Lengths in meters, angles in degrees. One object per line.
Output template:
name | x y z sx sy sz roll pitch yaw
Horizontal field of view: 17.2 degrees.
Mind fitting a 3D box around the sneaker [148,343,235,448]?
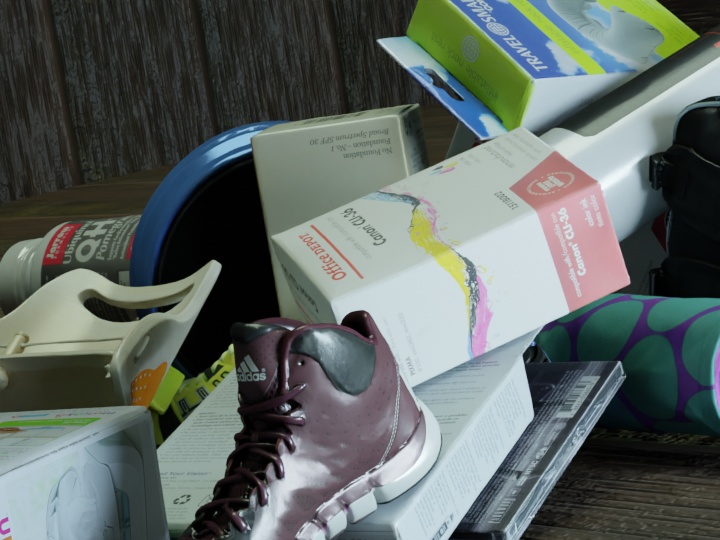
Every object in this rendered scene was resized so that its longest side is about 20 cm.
sneaker | -0.077 0.080 1.509 0.199 0.077 0.075 -7 10 26

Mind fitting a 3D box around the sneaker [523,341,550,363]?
sneaker | 0.070 0.073 1.398 0.075 0.078 0.200 -43 33 -6

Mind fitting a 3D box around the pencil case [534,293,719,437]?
pencil case | 0.178 0.056 1.347 0.092 0.085 0.200 24 -10 -28

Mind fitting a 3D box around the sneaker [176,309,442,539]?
sneaker | -0.055 0.087 1.121 0.076 0.116 0.200 9 39 47

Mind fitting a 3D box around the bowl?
bowl | -0.054 0.000 1.616 0.200 0.201 0.039 -11 20 -13

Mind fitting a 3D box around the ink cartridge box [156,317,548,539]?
ink cartridge box | -0.014 0.094 1.268 0.196 0.043 0.200 -5 27 34

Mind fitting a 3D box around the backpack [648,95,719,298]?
backpack | 0.280 -0.009 1.365 0.150 0.178 0.200 -10 21 -30

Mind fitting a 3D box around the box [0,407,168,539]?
box | -0.224 0.133 1.169 0.199 0.097 0.176 -5 10 28

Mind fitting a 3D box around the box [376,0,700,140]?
box | 0.125 -0.138 1.513 0.200 0.048 0.122 -8 40 -37

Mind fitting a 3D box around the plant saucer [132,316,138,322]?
plant saucer | -0.115 0.024 1.774 0.200 0.032 0.200 -38 14 11

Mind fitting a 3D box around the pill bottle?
pill bottle | -0.212 0.009 2.046 0.199 0.111 0.111 -4 9 35

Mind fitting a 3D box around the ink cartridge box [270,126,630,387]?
ink cartridge box | 0.029 0.003 1.294 0.200 0.068 0.116 -25 24 -10

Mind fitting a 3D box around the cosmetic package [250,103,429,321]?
cosmetic package | 0.000 0.000 1.539 0.103 0.201 0.073 -8 7 14

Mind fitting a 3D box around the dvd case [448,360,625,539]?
dvd case | 0.027 0.098 1.292 0.199 0.016 0.149 -3 32 35

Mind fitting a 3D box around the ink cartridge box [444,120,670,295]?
ink cartridge box | 0.170 -0.055 1.595 0.200 0.146 0.145 32 32 19

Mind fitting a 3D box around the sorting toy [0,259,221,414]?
sorting toy | -0.172 0.050 1.504 0.199 0.107 0.180 -4 34 32

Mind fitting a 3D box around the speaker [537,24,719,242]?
speaker | 0.198 -0.090 1.456 0.200 0.081 0.081 -32 16 -20
